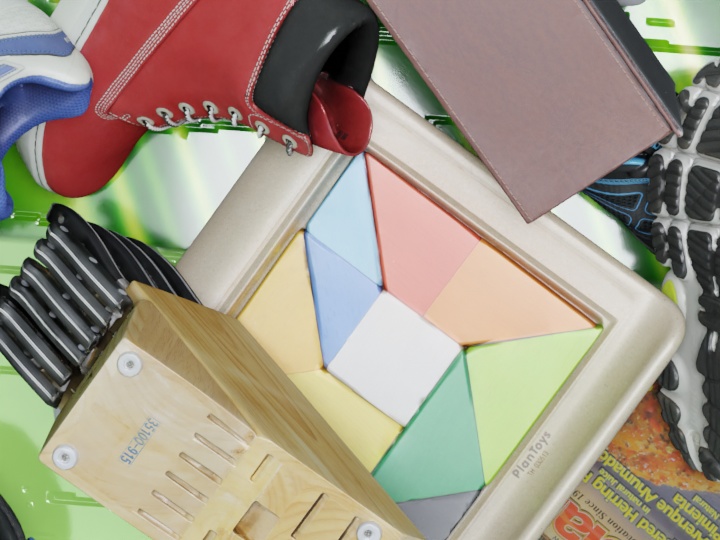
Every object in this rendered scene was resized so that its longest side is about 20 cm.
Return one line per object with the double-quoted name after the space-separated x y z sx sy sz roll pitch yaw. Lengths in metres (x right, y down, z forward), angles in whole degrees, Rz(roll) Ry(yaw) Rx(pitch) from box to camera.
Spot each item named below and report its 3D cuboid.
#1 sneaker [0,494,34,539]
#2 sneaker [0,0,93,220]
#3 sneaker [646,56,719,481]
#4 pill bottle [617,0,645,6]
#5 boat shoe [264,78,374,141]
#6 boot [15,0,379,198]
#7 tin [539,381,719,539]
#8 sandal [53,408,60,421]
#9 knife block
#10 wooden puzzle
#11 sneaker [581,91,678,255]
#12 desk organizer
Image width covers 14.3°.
-0.220 0.085 1.282 0.200 0.112 0.073 37 75 -4 "sneaker"
-0.193 -0.039 1.193 0.088 0.075 0.200 36 72 11 "sneaker"
0.177 -0.007 1.261 0.085 0.077 0.200 -12 117 -30 "sneaker"
0.032 -0.177 1.277 0.199 0.111 0.112 2 92 0 "pill bottle"
0.000 0.000 1.305 0.071 0.069 0.200 -11 92 0 "boat shoe"
-0.069 -0.070 1.247 0.144 0.072 0.200 45 135 14 "boot"
0.117 0.085 1.307 0.200 0.042 0.112 41 73 -8 "tin"
-0.051 0.099 1.313 0.207 0.059 0.079 38 108 3 "sandal"
-0.067 0.056 1.202 0.200 0.176 0.064 35 104 -5 "knife block"
0.012 0.037 1.250 0.200 0.037 0.185 36 95 4 "wooden puzzle"
0.140 -0.043 1.298 0.200 0.082 0.073 25 90 -2 "sneaker"
0.047 -0.125 1.200 0.077 0.072 0.200 -33 105 14 "desk organizer"
